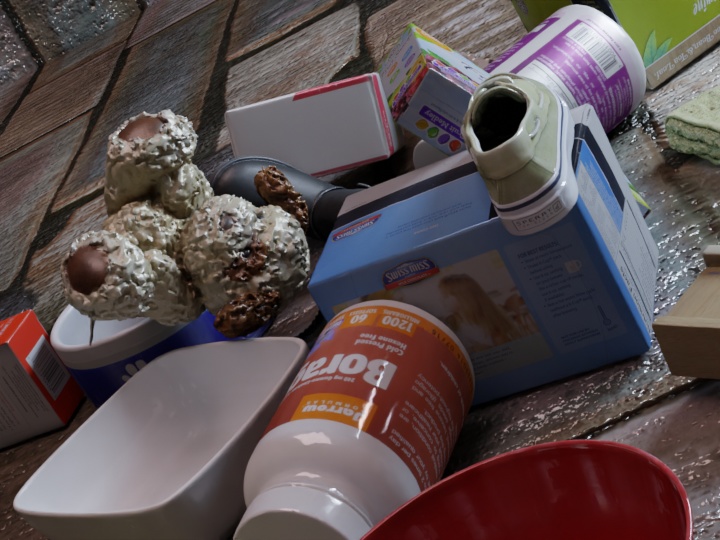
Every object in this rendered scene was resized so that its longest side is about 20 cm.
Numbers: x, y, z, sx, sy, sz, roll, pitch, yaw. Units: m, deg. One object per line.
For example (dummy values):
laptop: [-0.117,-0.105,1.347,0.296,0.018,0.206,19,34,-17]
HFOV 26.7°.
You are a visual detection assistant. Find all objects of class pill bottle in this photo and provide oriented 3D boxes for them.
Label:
pill bottle: [-0.004,0.115,0.935,0.112,0.112,0.200,-18,24,29]
pill bottle: [0.142,-0.130,1.296,0.200,0.113,0.112,-39,23,-23]

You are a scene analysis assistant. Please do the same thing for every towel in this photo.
towel: [0.330,-0.126,1.143,0.148,0.037,0.200,-34,21,-11]

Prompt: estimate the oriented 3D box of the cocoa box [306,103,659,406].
cocoa box: [0.088,-0.001,1.042,0.199,0.134,0.131,-20,25,24]

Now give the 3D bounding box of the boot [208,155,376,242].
boot: [-0.021,-0.052,1.298,0.200,0.164,0.066,17,95,61]

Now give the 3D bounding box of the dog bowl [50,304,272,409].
dog bowl: [-0.176,0.041,1.377,0.199,0.079,0.200,-26,21,11]

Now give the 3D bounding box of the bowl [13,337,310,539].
bowl: [-0.128,0.137,1.104,0.199,0.075,0.200,-10,29,45]

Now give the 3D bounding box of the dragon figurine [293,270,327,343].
dragon figurine: [0.000,0.000,1.205,0.199,0.100,0.059,-19,23,27]

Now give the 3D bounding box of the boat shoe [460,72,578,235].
boat shoe: [0.098,-0.092,0.963,0.072,0.062,0.200,-25,24,8]

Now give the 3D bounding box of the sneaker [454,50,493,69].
sneaker: [0.126,-0.185,1.521,0.115,0.076,0.201,-19,30,5]

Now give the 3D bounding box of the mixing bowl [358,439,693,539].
mixing bowl: [0.076,0.182,0.683,0.199,0.109,0.200,-27,20,11]

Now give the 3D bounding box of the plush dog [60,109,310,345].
plush dog: [-0.126,-0.009,1.212,0.171,0.161,0.201,7,52,9]

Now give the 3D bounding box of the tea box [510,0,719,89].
tea box: [0.229,-0.291,1.422,0.133,0.197,0.200,-35,22,-12]

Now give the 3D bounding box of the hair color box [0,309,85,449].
hair color box: [-0.368,0.119,1.422,0.199,0.102,0.061,-20,24,23]

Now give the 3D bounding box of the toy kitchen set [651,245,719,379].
toy kitchen set: [0.268,-0.049,0.846,0.199,0.181,0.163,1,36,47]

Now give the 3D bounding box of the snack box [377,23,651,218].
snack box: [0.112,-0.100,1.148,0.053,0.200,0.142,-55,16,15]

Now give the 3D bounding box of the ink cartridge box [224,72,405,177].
ink cartridge box: [-0.038,-0.137,1.488,0.144,0.084,0.200,-15,6,8]
